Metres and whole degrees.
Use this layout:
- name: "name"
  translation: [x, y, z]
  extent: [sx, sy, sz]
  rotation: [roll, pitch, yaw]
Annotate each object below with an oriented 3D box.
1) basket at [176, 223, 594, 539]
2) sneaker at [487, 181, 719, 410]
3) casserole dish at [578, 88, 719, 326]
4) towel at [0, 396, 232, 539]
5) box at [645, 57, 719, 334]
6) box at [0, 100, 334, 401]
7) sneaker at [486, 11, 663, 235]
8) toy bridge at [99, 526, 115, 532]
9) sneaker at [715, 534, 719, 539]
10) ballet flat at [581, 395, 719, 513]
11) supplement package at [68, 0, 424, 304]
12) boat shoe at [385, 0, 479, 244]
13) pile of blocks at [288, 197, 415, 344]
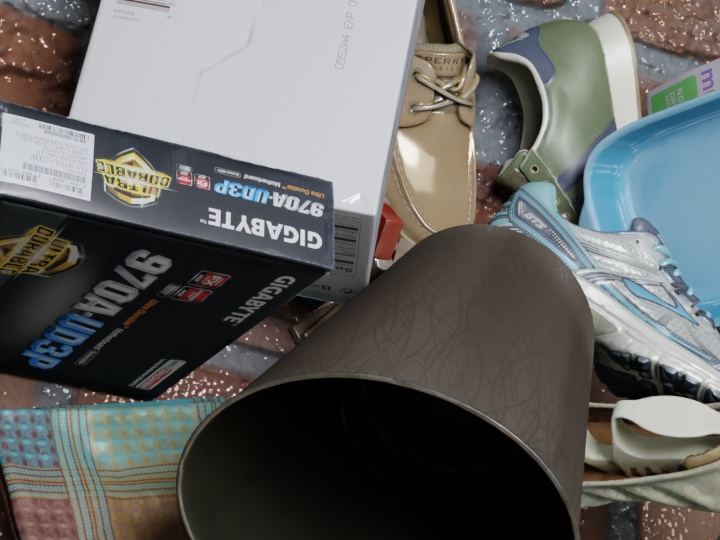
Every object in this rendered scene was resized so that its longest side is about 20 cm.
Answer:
- name: "basket"
  translation: [0.034, 0.067, 0.886]
  extent: [0.200, 0.179, 0.137]
  rotation: [-53, 144, -61]
- name: "sneaker"
  translation: [0.152, 0.019, 1.010]
  extent: [0.199, 0.078, 0.087]
  rotation: [30, 71, 3]
- name: "casserole dish"
  translation: [0.212, -0.039, 1.028]
  extent: [0.039, 0.199, 0.122]
  rotation: [-17, 89, -56]
- name: "towel"
  translation: [-0.073, 0.120, 0.926]
  extent: [0.199, 0.022, 0.147]
  rotation: [0, 47, -30]
- name: "box"
  translation: [0.270, -0.012, 1.141]
  extent: [0.176, 0.096, 0.202]
  rotation: [11, 68, -40]
- name: "box"
  translation: [-0.126, -0.002, 0.865]
  extent: [0.158, 0.200, 0.046]
  rotation: [13, 64, -27]
- name: "sneaker"
  translation: [0.122, -0.048, 1.114]
  extent: [0.089, 0.067, 0.202]
  rotation: [-7, 85, -12]
- name: "toy bridge"
  translation: [-0.047, 0.160, 0.957]
  extent: [0.199, 0.027, 0.068]
  rotation: [2, 72, -30]
- name: "sneaker"
  translation: [0.236, 0.153, 1.047]
  extent: [0.075, 0.201, 0.114]
  rotation: [15, 50, 17]
- name: "ballet flat"
  translation: [0.128, 0.087, 0.986]
  extent: [0.063, 0.199, 0.068]
  rotation: [57, 42, -38]
- name: "supplement package"
  translation: [-0.052, -0.105, 0.966]
  extent: [0.154, 0.111, 0.201]
  rotation: [10, 65, 2]
- name: "boat shoe"
  translation: [0.030, -0.106, 1.073]
  extent: [0.071, 0.064, 0.202]
  rotation: [-7, 76, -32]
- name: "pile of blocks"
  translation: [0.000, 0.000, 1.020]
  extent: [0.082, 0.062, 0.201]
  rotation: [-32, 90, -34]
